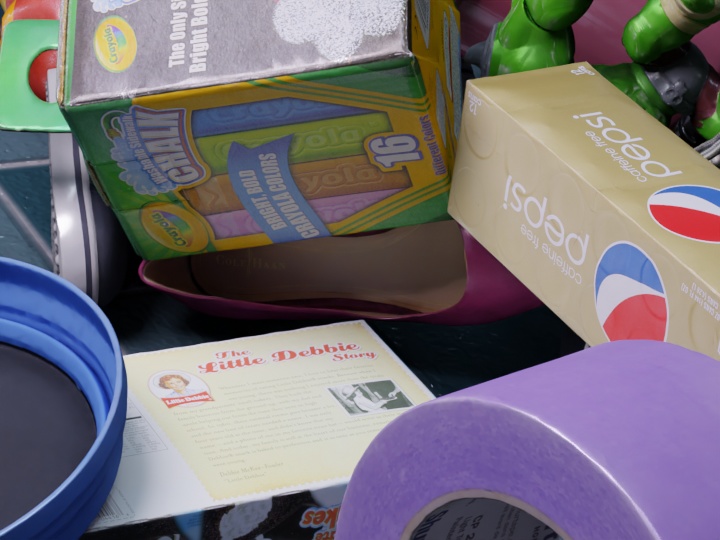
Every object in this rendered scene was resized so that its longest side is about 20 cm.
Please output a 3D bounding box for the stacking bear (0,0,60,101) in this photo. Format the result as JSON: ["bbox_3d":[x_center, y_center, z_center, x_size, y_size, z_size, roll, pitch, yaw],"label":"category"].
[{"bbox_3d":[-0.154,-0.160,1.391,0.113,0.122,0.201,11,37,-18],"label":"stacking bear"}]

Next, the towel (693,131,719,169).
[{"bbox_3d":[0.207,-0.008,1.136,0.199,0.192,0.035,18,60,-27],"label":"towel"}]

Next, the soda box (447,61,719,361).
[{"bbox_3d":[0.115,-0.009,1.037,0.064,0.068,0.200,-12,36,-29],"label":"soda box"}]

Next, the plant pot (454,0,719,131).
[{"bbox_3d":[0.115,-0.166,1.294,0.179,0.200,0.200,36,33,-1],"label":"plant pot"}]

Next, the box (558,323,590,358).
[{"bbox_3d":[0.191,0.078,1.085,0.198,0.108,0.149,4,30,-8],"label":"box"}]

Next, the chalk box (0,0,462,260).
[{"bbox_3d":[-0.061,-0.091,1.131,0.199,0.124,0.125,-7,56,11],"label":"chalk box"}]

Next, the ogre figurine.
[{"bbox_3d":[0.137,-0.077,1.168,0.200,0.120,0.098,37,31,-32],"label":"ogre figurine"}]

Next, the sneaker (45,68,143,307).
[{"bbox_3d":[-0.112,-0.046,1.232,0.079,0.079,0.200,-1,30,-6],"label":"sneaker"}]

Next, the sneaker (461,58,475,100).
[{"bbox_3d":[0.020,-0.052,1.310,0.071,0.073,0.200,41,35,3],"label":"sneaker"}]

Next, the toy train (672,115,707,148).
[{"bbox_3d":[0.228,-0.008,1.242,0.200,0.046,0.034,40,42,-7],"label":"toy train"}]

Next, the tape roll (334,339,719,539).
[{"bbox_3d":[0.083,0.130,0.874,0.085,0.201,0.200,-15,39,-37],"label":"tape roll"}]

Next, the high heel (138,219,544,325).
[{"bbox_3d":[0.000,0.000,1.151,0.199,0.068,0.096,-4,8,35],"label":"high heel"}]

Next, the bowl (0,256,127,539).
[{"bbox_3d":[-0.188,0.068,1.010,0.199,0.040,0.201,-5,37,4],"label":"bowl"}]

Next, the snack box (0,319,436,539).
[{"bbox_3d":[-0.058,0.076,1.082,0.199,0.037,0.116,-8,34,-28],"label":"snack box"}]
